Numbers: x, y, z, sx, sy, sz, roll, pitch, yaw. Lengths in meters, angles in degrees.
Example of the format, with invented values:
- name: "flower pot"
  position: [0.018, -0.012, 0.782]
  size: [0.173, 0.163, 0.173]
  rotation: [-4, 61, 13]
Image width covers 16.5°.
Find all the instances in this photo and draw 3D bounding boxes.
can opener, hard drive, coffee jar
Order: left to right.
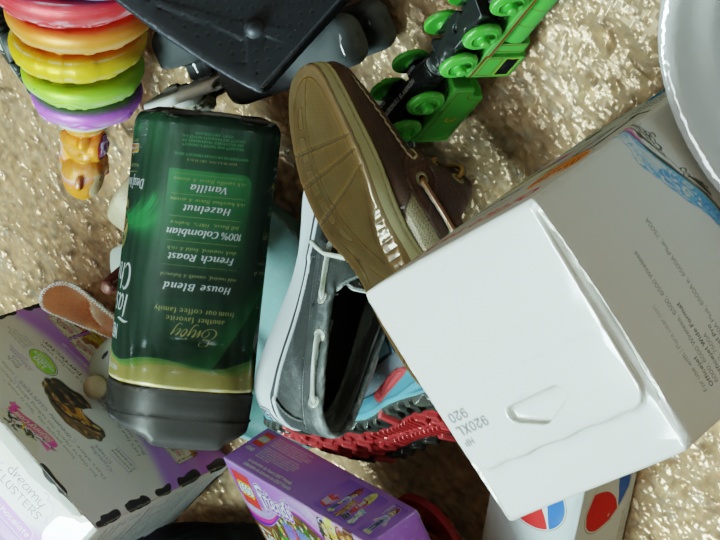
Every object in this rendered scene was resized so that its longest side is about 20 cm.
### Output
- name: "coffee jar"
  position: [-0.101, 0.005, 1.472]
  size: [0.104, 0.085, 0.200]
  rotation: [-168, 84, -77]
- name: "hard drive"
  position: [-0.092, -0.197, 1.422]
  size: [0.200, 0.135, 0.042]
  rotation: [38, 170, 17]
- name: "can opener"
  position: [-0.064, -0.131, 1.491]
  size: [0.200, 0.053, 0.066]
  rotation: [-8, 109, 46]

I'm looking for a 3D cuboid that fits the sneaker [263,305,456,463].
- name: "sneaker"
  position: [0.020, 0.060, 1.504]
  size: [0.079, 0.096, 0.200]
  rotation: [26, 154, -35]

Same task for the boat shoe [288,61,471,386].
- name: "boat shoe"
  position: [0.028, -0.031, 1.386]
  size: [0.200, 0.072, 0.072]
  rotation: [61, 149, 5]

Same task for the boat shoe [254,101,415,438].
- name: "boat shoe"
  position: [-0.002, -0.001, 1.441]
  size: [0.068, 0.074, 0.199]
  rotation: [15, 81, 50]

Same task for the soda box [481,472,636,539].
- name: "soda box"
  position: [0.124, 0.094, 1.449]
  size: [0.064, 0.068, 0.200]
  rotation: [29, 133, 26]

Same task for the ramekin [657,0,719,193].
- name: "ramekin"
  position: [0.250, -0.104, 1.171]
  size: [0.200, 0.098, 0.200]
  rotation: [25, 131, 32]

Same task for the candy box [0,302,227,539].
- name: "candy box"
  position: [-0.204, 0.111, 1.673]
  size: [0.168, 0.200, 0.072]
  rotation: [48, 113, 10]

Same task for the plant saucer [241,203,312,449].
- name: "plant saucer"
  position: [-0.070, 0.022, 1.615]
  size: [0.200, 0.036, 0.200]
  rotation: [25, 132, 31]

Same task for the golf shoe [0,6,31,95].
- name: "golf shoe"
  position: [-0.228, -0.196, 1.605]
  size: [0.094, 0.078, 0.200]
  rotation: [3, 118, 64]

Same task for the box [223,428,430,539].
- name: "box"
  position: [-0.001, 0.183, 1.517]
  size: [0.200, 0.039, 0.137]
  rotation: [21, 140, 60]

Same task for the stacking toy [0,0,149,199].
- name: "stacking toy"
  position: [-0.173, -0.127, 1.538]
  size: [0.110, 0.116, 0.200]
  rotation: [5, 126, 7]

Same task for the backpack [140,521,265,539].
- name: "backpack"
  position: [-0.133, 0.267, 1.729]
  size: [0.200, 0.183, 0.147]
  rotation: [1, 116, 50]

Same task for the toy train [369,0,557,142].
- name: "toy train"
  position: [0.068, -0.130, 1.361]
  size: [0.200, 0.056, 0.042]
  rotation: [-48, 53, 50]

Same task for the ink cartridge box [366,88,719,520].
- name: "ink cartridge box"
  position: [0.138, 0.006, 1.273]
  size: [0.147, 0.200, 0.145]
  rotation: [-31, 93, 49]

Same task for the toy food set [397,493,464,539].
- name: "toy food set"
  position: [0.069, 0.223, 1.566]
  size: [0.198, 0.049, 0.200]
  rotation: [55, 164, -9]

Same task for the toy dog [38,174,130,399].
- name: "toy dog"
  position: [-0.145, 0.030, 1.591]
  size: [0.132, 0.096, 0.200]
  rotation: [28, 133, 29]
